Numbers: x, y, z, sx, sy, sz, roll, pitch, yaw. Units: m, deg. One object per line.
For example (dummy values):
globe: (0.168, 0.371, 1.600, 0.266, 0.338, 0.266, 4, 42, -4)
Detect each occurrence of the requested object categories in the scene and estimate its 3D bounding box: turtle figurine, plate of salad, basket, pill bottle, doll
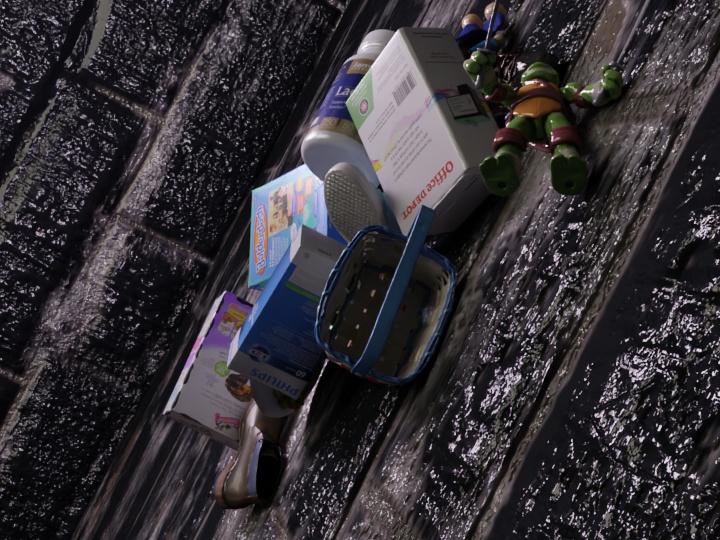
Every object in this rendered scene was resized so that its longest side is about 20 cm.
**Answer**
turtle figurine: (0.174, -0.177, 1.102, 0.200, 0.143, 0.195, -54, 19, 45)
plate of salad: (-0.085, 0.106, 1.554, 0.200, 0.048, 0.202, -32, -51, -51)
basket: (0.028, 0.038, 1.229, 0.178, 0.138, 0.200, -66, 4, -20)
pill bottle: (0.009, -0.212, 1.497, 0.116, 0.115, 0.201, -37, 25, 61)
doll: (0.140, -0.298, 1.550, 0.135, 0.049, 0.200, -21, 22, 34)

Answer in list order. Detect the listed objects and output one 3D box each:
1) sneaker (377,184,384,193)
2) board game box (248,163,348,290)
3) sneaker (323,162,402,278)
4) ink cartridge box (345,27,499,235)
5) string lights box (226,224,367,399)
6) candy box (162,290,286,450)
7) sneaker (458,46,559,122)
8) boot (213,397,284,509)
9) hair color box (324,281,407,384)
sneaker: (0.096, -0.102, 1.458, 0.199, 0.071, 0.084, -28, 78, 47)
board game box: (-0.087, -0.065, 1.606, 0.199, 0.045, 0.154, -19, 65, 50)
sneaker: (0.019, -0.069, 1.400, 0.073, 0.201, 0.082, -1, 47, 31)
ink cartridge box: (0.080, -0.161, 1.340, 0.145, 0.083, 0.202, -47, 58, 47)
string lights box: (-0.076, 0.054, 1.406, 0.201, 0.102, 0.059, -57, 17, 26)
candy box: (-0.179, 0.160, 1.716, 0.202, 0.167, 0.071, -66, 14, -20)
sneaker: (0.148, -0.235, 1.362, 0.076, 0.115, 0.200, -60, 12, -16)
boot: (-0.130, 0.248, 1.613, 0.096, 0.074, 0.202, -10, 52, 51)
hair color box: (-0.001, 0.072, 1.442, 0.112, 0.063, 0.200, -64, 12, -5)
